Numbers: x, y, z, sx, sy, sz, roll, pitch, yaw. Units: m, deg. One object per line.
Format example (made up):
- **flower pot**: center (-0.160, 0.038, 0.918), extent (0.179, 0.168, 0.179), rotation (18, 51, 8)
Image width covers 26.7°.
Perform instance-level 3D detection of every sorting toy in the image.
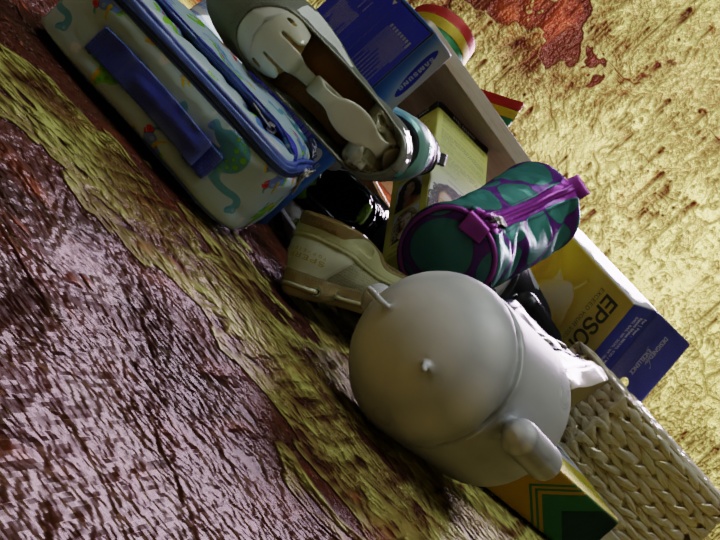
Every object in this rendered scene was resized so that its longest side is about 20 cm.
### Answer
- **sorting toy**: center (0.061, -0.165, 1.457), extent (0.198, 0.070, 0.200), rotation (0, -43, 49)

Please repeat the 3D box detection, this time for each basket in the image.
- **basket**: center (0.231, 0.181, 1.409), extent (0.200, 0.123, 0.136), rotation (44, 6, -25)

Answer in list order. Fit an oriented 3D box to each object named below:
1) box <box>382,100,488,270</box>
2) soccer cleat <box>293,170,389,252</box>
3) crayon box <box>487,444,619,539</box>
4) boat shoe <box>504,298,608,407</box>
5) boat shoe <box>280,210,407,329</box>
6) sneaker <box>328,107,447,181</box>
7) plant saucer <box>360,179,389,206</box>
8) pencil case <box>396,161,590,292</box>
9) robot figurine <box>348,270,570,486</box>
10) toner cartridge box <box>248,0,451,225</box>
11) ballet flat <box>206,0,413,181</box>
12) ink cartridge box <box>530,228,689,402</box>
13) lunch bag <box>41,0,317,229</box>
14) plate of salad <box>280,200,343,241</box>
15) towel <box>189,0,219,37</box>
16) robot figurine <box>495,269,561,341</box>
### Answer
- **box**: center (0.067, -0.059, 1.323), extent (0.075, 0.050, 0.200), rotation (42, 34, -26)
- **soccer cleat**: center (-0.013, -0.055, 1.389), extent (0.081, 0.068, 0.200), rotation (30, -6, 39)
- **crayon box**: center (0.118, 0.140, 1.214), extent (0.200, 0.051, 0.127), rotation (43, 8, -45)
- **boat shoe**: center (0.139, 0.069, 1.210), extent (0.093, 0.075, 0.200), rotation (57, 8, 13)
- **boat shoe**: center (-0.002, 0.021, 1.119), extent (0.073, 0.063, 0.201), rotation (21, -11, 25)
- **sneaker**: center (-0.021, -0.118, 1.286), extent (0.199, 0.078, 0.140), rotation (23, 6, 17)
- **plant saucer**: center (0.028, -0.032, 1.594), extent (0.201, 0.035, 0.200), rotation (61, 3, -6)
- **pencil case**: center (0.110, -0.032, 1.222), extent (0.085, 0.092, 0.200), rotation (57, 31, 3)
- **robot figurine**: center (0.064, 0.071, 0.983), extent (0.170, 0.113, 0.200), rotation (40, 0, 35)
- **toner cartridge box**: center (-0.035, -0.137, 1.183), extent (0.095, 0.200, 0.043), rotation (52, 6, 30)
- **ballet flat**: center (-0.036, -0.144, 1.106), extent (0.200, 0.067, 0.064), rotation (46, 9, -3)
- **ink cartridge box**: center (0.194, 0.074, 1.509), extent (0.047, 0.198, 0.200), rotation (4, 39, -49)
- **lunch bag**: center (-0.122, -0.121, 1.052), extent (0.200, 0.082, 0.161), rotation (47, 9, 2)
- **plate of salad**: center (0.000, 0.000, 1.289), extent (0.200, 0.048, 0.200), rotation (48, 6, -7)
- **towel**: center (-0.101, -0.183, 1.344), extent (0.147, 0.024, 0.200), rotation (47, 41, 2)
- **robot figurine**: center (0.109, 0.028, 1.430), extent (0.200, 0.150, 0.125), rotation (56, 28, -45)
